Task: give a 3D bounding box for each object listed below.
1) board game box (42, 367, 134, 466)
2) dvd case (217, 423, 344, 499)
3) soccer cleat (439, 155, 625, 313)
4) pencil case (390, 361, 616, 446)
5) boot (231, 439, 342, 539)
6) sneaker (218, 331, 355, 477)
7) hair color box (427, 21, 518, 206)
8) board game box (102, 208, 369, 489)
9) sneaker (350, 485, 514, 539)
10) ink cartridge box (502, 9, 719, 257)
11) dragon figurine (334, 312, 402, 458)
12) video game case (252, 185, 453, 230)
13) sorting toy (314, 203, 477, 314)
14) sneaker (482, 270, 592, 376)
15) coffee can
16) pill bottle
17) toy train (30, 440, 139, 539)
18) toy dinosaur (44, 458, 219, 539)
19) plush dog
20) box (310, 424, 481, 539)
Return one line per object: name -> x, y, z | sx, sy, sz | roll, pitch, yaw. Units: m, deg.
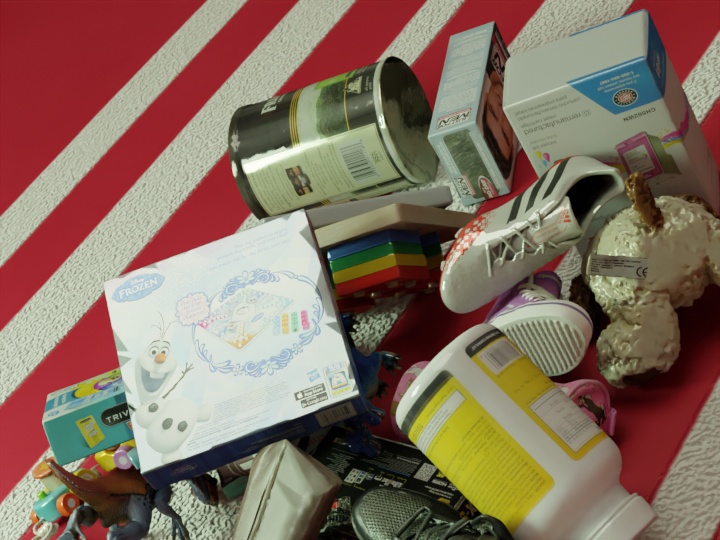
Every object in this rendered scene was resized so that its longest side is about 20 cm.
board game box -> -0.196, 0.114, 1.497 | 0.198, 0.047, 0.151 | -21, 8, -8
dvd case -> -0.092, 0.131, 1.607 | 0.145, 0.022, 0.200 | -31, 33, 2
soccer cleat -> 0.152, -0.033, 1.413 | 0.200, 0.069, 0.085 | -39, 22, -19
pencil case -> 0.121, 0.125, 1.369 | 0.199, 0.083, 0.087 | 3, 42, 44
boot -> -0.106, 0.225, 1.348 | 0.185, 0.064, 0.202 | 20, 97, 38
sneaker -> -0.085, 0.124, 1.528 | 0.115, 0.076, 0.200 | -28, 17, 37
hair color box -> 0.131, -0.175, 1.758 | 0.060, 0.099, 0.201 | -15, 36, 24
board game box -> -0.113, 0.066, 1.395 | 0.198, 0.043, 0.201 | -19, 58, 3
sneaker -> 0.065, 0.210, 1.220 | 0.076, 0.115, 0.199 | -40, 51, -17
ink cartridge box -> 0.239, -0.123, 1.499 | 0.143, 0.201, 0.085 | -17, 38, 23
dragon figurine -> -0.031, 0.082, 1.436 | 0.200, 0.059, 0.099 | 44, 33, 23
video game case -> -0.028, -0.037, 1.600 | 0.198, 0.022, 0.182 | -12, -9, -21
sorting toy -> 0.000, 0.000, 1.578 | 0.198, 0.070, 0.198 | -18, -9, 25
sneaker -> 0.155, 0.035, 1.399 | 0.115, 0.072, 0.200 | -58, 12, -24
coffee can -> -0.030, -0.144, 1.813 | 0.198, 0.147, 0.147 | -15, 35, 24
pill bottle -> 0.130, 0.145, 1.229 | 0.112, 0.112, 0.200 | -41, 74, -15
toy train -> -0.263, 0.191, 1.598 | 0.199, 0.056, 0.150 | -36, 9, -3
toy dinosaur -> -0.195, 0.209, 1.468 | 0.104, 0.202, 0.182 | 14, 37, 18
plush dog -> 0.252, -0.011, 1.406 | 0.199, 0.161, 0.172 | -35, 7, -6
box -> 0.005, 0.222, 1.370 | 0.199, 0.050, 0.160 | 9, 53, 47
